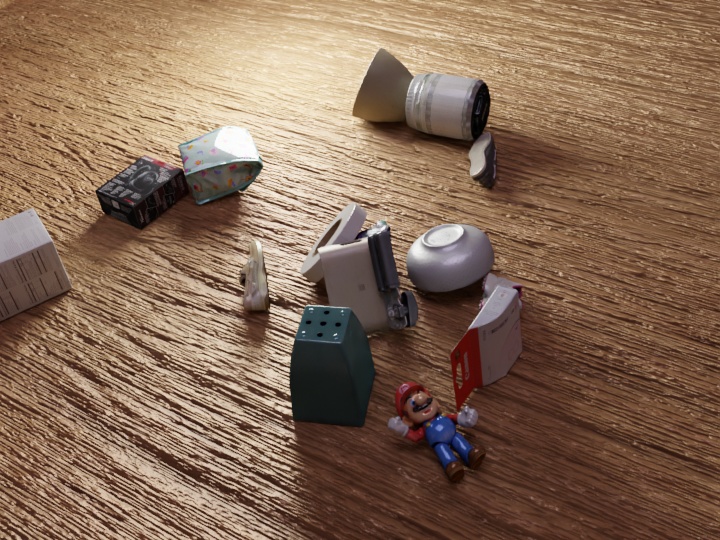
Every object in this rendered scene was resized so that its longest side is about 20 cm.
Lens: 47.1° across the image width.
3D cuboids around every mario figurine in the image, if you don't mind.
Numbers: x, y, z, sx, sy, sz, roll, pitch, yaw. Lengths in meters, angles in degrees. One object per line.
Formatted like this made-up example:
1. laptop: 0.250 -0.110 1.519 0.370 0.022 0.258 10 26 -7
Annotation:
1. mario figurine: 0.131 0.273 1.478 0.123 0.107 0.200 1 36 -47

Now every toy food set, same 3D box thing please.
1. toy food set: -0.002 0.036 1.719 0.142 0.202 0.060 -12 -2 -6

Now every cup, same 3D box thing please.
1. cup: 0.081 -0.492 2.287 0.142 0.201 0.201 25 48 4

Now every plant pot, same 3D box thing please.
1. plant pot: -0.059 0.170 1.551 0.140 0.201 0.142 3 43 12

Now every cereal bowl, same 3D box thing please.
1. cereal bowl: 0.190 -0.042 1.801 0.198 0.084 0.201 -14 30 8

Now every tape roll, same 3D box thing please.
1. tape roll: -0.060 -0.062 1.827 0.037 0.203 0.204 37 46 -12

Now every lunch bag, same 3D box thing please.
1. lunch bag: -0.358 -0.281 2.151 0.198 0.123 0.171 -20 42 -6

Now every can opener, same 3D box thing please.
1. can opener: 0.068 0.020 1.680 0.066 0.202 0.053 -10 -3 -39

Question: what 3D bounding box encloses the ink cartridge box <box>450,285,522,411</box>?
1. ink cartridge box: 0.241 0.152 1.558 0.057 0.164 0.200 13 45 28

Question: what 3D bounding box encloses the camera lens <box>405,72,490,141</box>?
1. camera lens: 0.237 -0.438 2.207 0.198 0.161 0.160 14 46 22

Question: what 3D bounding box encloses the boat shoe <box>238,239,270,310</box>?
1. boat shoe: -0.242 0.009 1.853 0.064 0.073 0.201 -9 48 -4

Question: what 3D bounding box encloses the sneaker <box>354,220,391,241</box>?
1. sneaker: 0.019 -0.072 1.837 0.086 0.075 0.200 -6 -1 -2

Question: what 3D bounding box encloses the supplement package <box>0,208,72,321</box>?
1. supplement package: -0.796 -0.009 1.888 0.199 0.152 0.152 -27 46 -21

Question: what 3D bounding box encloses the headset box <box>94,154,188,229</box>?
1. headset box: -0.554 -0.210 2.131 0.148 0.078 0.200 22 48 27

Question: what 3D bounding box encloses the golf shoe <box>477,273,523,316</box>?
1. golf shoe: 0.286 0.084 1.695 0.091 0.076 0.201 8 45 12

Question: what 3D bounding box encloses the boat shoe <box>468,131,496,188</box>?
1. boat shoe: 0.317 -0.280 2.112 0.067 0.057 0.201 -29 27 32
